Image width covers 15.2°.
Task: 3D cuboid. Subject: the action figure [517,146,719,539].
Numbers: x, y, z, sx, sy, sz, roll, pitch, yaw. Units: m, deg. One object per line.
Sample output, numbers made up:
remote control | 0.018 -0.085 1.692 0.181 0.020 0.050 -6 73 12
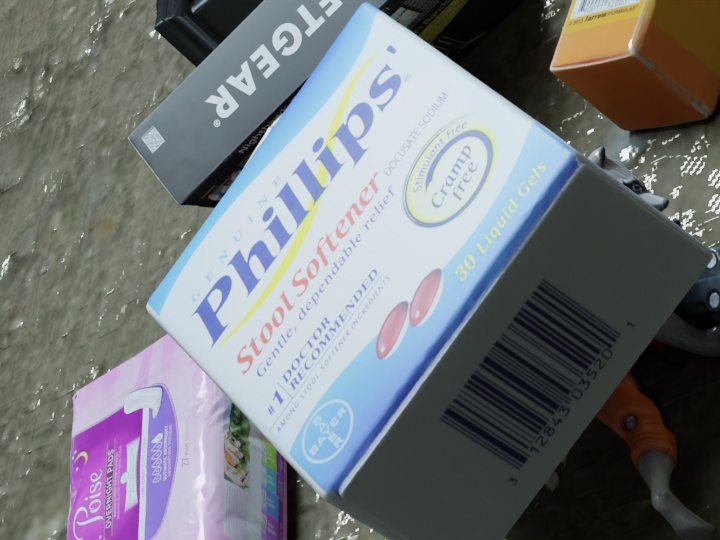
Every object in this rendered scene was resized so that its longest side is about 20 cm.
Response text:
action figure | 0.121 0.031 1.248 0.199 0.104 0.195 -24 55 41

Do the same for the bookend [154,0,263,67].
bookend | -0.018 -0.221 1.597 0.198 0.092 0.200 -37 27 23

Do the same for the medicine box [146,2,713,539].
medicine box | 0.025 0.006 1.222 0.183 0.103 0.200 -54 38 4

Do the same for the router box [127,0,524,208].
router box | -0.013 -0.115 1.482 0.200 0.157 0.052 -43 74 16

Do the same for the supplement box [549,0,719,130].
supplement box | 0.167 -0.175 1.396 0.069 0.066 0.201 -6 57 51

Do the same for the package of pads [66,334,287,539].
package of pads | -0.099 0.133 1.443 0.120 0.076 0.201 -32 41 28

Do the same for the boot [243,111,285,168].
boot | 0.000 0.000 1.369 0.201 0.154 0.072 -58 -10 -14
